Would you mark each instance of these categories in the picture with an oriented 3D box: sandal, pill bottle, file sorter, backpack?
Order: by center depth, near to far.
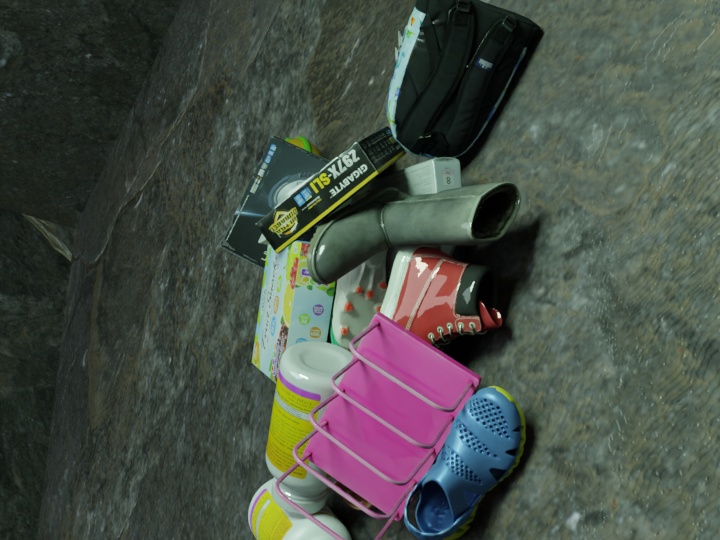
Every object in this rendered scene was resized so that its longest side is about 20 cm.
[{"bbox_3d":[0.105,0.211,0.974,0.079,0.086,0.203,34,114,28],"label":"sandal"},{"bbox_3d":[0.015,0.178,1.017,0.202,0.138,0.125,-63,-12,19],"label":"file sorter"},{"bbox_3d":[-0.063,0.200,1.177,0.104,0.102,0.203,-128,44,-59],"label":"pill bottle"},{"bbox_3d":[0.110,-0.241,1.189,0.154,0.160,0.203,-128,51,-69],"label":"backpack"},{"bbox_3d":[-0.074,0.357,1.240,0.200,0.103,0.106,27,99,64],"label":"pill bottle"}]

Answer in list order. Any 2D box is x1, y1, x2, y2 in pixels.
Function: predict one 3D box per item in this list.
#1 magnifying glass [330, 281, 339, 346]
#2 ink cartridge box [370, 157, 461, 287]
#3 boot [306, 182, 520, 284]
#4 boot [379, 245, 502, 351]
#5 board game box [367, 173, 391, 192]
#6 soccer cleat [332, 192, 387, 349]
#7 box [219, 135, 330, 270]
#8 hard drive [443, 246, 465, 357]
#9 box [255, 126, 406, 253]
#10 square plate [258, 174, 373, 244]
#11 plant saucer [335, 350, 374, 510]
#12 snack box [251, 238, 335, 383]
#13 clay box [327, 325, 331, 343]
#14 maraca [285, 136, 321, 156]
[{"bbox_3d":[-0.031,0.045,1.320,0.080,0.022,0.201,-64,26,23],"label":"magnifying glass"},{"bbox_3d":[0.072,-0.028,1.189,0.162,0.056,0.204,-10,86,61],"label":"ink cartridge box"},{"bbox_3d":[0.056,-0.041,1.043,0.198,0.073,0.182,13,49,45],"label":"boot"},{"bbox_3d":[0.087,0.082,1.067,0.143,0.072,0.204,20,100,40],"label":"boot"},{"bbox_3d":[0.024,-0.024,1.329,0.101,0.047,0.204,-20,57,59],"label":"board game box"},{"bbox_3d":[0.000,0.000,1.215,0.077,0.068,0.204,22,103,65],"label":"soccer cleat"},{"bbox_3d":[-0.113,-0.092,1.502,0.158,0.043,0.202,26,87,19],"label":"box"},{"bbox_3d":[0.075,0.061,1.197,0.139,0.032,0.204,-18,60,59],"label":"hard drive"},{"bbox_3d":[-0.031,-0.103,1.155,0.159,0.050,0.200,-35,4,17],"label":"box"},{"bbox_3d":[-0.047,-0.116,1.369,0.196,0.029,0.201,-30,18,18],"label":"square plate"},{"bbox_3d":[0.001,0.205,1.215,0.200,0.032,0.204,7,98,64],"label":"plant saucer"},{"bbox_3d":[-0.098,0.056,1.366,0.168,0.067,0.204,-161,80,-69],"label":"snack box"},{"bbox_3d":[-0.061,0.088,1.433,0.115,0.047,0.202,-51,34,38],"label":"clay box"},{"bbox_3d":[-0.118,-0.165,1.627,0.200,0.105,0.140,-144,67,-67],"label":"maraca"}]
